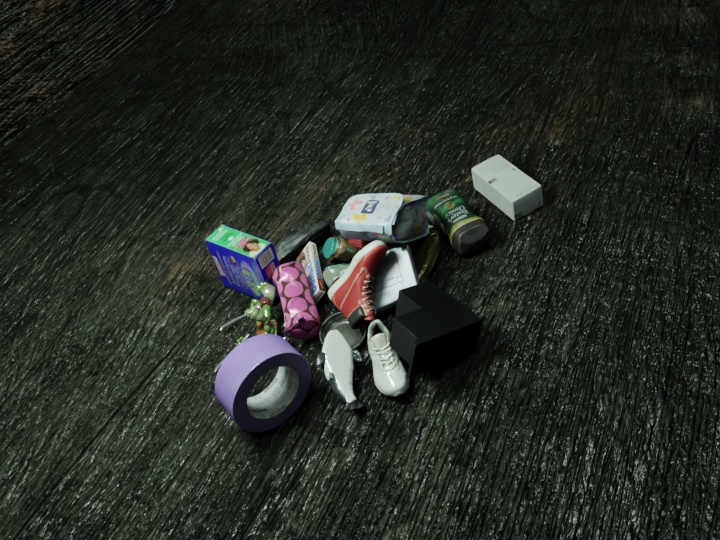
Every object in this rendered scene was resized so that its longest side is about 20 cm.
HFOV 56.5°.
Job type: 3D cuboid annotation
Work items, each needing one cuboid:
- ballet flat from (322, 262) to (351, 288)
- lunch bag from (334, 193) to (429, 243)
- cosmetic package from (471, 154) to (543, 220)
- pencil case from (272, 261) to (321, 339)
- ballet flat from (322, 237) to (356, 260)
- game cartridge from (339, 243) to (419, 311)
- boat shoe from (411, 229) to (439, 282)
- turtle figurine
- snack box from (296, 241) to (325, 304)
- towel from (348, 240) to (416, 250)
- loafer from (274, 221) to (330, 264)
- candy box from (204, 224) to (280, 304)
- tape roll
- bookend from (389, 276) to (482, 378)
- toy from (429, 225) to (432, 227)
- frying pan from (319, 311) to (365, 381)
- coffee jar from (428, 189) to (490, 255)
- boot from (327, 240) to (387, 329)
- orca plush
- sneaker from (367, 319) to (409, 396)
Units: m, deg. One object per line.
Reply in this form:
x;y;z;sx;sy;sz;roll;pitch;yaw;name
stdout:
0.000;0.000;1.764;0.198;0.067;0.064;-18;70;-6;ballet flat
0.057;-0.131;1.673;0.168;0.129;0.199;5;17;35;lunch bag
0.402;-0.231;1.846;0.101;0.074;0.200;-29;42;-11;cosmetic package
-0.164;0.072;1.678;0.093;0.091;0.201;-11;50;-12;pencil case
-0.050;-0.053;1.801;0.072;0.200;0.068;18;85;-13;ballet flat
0.048;0.030;1.661;0.199;0.041;0.134;-22;66;22;game cartridge
0.154;-0.011;1.707;0.073;0.067;0.201;14;60;34;boat shoe
-0.275;0.126;1.662;0.198;0.145;0.195;-8;40;6;turtle figurine
-0.134;0.012;1.788;0.072;0.024;0.201;-50;34;27;snack box
0.080;-0.086;1.792;0.144;0.023;0.199;22;30;36;towel
-0.175;-0.082;1.896;0.200;0.068;0.070;-36;54;-13;loafer
-0.304;-0.015;1.798;0.199;0.170;0.077;18;50;33;candy box
-0.212;0.246;1.471;0.199;0.201;0.085;-38;45;-20;tape roll
0.130;0.122;1.505;0.199;0.093;0.198;-16;38;-34;bookend
0.093;-0.155;1.865;0.199;0.048;0.115;22;31;40;toy
-0.021;0.174;1.604;0.114;0.031;0.190;-34;55;-14;frying pan
0.259;-0.128;1.778;0.104;0.086;0.200;-25;43;-7;coffee jar
0.022;0.039;1.603;0.201;0.072;0.145;-52;52;16;boot
-0.039;0.237;1.526;0.104;0.071;0.201;-23;60;-19;orca plush
0.051;0.193;1.508;0.077;0.100;0.201;-21;42;-3;sneaker
